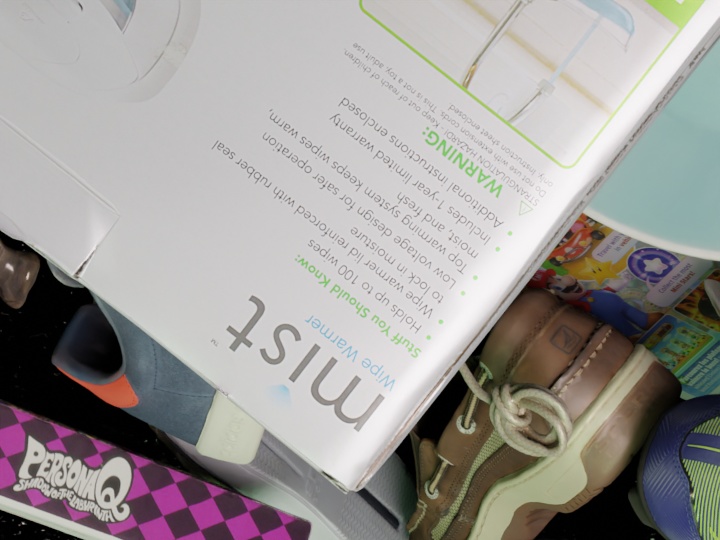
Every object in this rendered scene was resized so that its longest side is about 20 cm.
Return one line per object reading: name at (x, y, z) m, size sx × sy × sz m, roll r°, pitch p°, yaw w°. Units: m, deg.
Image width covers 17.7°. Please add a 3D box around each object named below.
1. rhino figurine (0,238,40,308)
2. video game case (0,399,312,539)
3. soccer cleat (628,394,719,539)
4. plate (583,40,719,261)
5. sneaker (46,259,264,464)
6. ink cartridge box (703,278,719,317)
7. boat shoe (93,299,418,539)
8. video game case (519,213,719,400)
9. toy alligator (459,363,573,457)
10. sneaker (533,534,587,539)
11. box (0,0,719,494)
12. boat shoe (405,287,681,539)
rhino figurine at (-0.181, -0.008, 0.852) m, size 0.087 × 0.060 × 0.200 m, roll 24°, pitch 152°, yaw -23°
video game case at (-0.144, 0.061, 0.830) m, size 0.200 × 0.036 × 0.181 m, roll 25°, pitch 170°, yaw -33°
soccer cleat at (0.176, 0.097, 0.752) m, size 0.200 × 0.065 × 0.084 m, roll 27°, pitch 168°, yaw -29°
plate at (0.099, -0.101, 0.603) m, size 0.200 × 0.026 × 0.201 m, roll 9°, pitch 107°, yaw 31°
sneaker at (-0.047, -0.025, 0.690) m, size 0.084 × 0.075 × 0.200 m, roll 20°, pitch 129°, yaw -1°
ink cartridge box at (0.186, 0.042, 0.683) m, size 0.116 × 0.200 × 0.067 m, roll 22°, pitch 112°, yaw -19°
boat shoe at (-0.049, 0.059, 0.883) m, size 0.062 × 0.072 × 0.200 m, roll -6°, pitch 138°, yaw 34°
video game case at (0.138, 0.001, 0.788) m, size 0.200 × 0.018 × 0.143 m, roll 26°, pitch 141°, yaw -13°
toy alligator at (0.000, 0.000, 0.772) m, size 0.200 × 0.054 × 0.059 m, roll 30°, pitch 127°, yaw 25°
sneaker at (0.131, 0.124, 0.872) m, size 0.202 × 0.077 × 0.146 m, roll -13°, pitch 174°, yaw -11°
box at (-0.023, -0.079, 0.551) m, size 0.200 × 0.097 × 0.177 m, roll 37°, pitch 98°, yaw 2°
boat shoe at (0.049, 0.055, 0.841) m, size 0.075 × 0.075 × 0.202 m, roll 40°, pitch 152°, yaw 1°
